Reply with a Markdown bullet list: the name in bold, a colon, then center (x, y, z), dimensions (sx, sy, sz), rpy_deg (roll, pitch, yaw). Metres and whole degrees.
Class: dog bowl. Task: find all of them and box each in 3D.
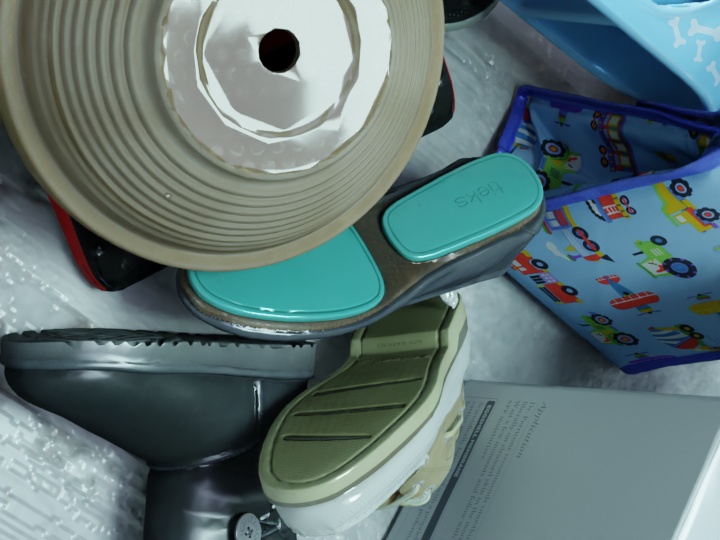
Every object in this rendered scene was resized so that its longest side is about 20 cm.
- **dog bowl**: center (0.107, -0.138, 0.920), dimensions (0.199, 0.111, 0.050), rpy_deg (35, 83, -28)

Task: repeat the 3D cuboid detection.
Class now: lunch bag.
- **lunch bag**: center (0.171, -0.019, 0.986), dimensions (0.150, 0.199, 0.095), rpy_deg (38, 70, -29)

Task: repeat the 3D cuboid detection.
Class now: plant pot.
- **plant pot**: center (-0.047, -0.094, 0.808), dimensions (0.199, 0.093, 0.203), rpy_deg (-4, 101, -22)

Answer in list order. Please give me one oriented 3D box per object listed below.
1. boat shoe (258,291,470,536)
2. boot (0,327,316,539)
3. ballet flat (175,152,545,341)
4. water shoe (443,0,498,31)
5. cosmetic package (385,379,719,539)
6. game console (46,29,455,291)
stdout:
- **boat shoe**: center (0.013, 0.076, 0.911), dimensions (0.200, 0.074, 0.069), rpy_deg (-48, 130, -59)
- **boot**: center (-0.092, 0.130, 0.886), dimensions (0.164, 0.065, 0.202), rpy_deg (4, 91, -37)
- **ballet flat**: center (0.000, 0.000, 0.928), dimensions (0.199, 0.073, 0.074), rpy_deg (-19, 101, -28)
- **water shoe**: center (0.007, -0.178, 0.943), dimensions (0.199, 0.079, 0.072), rpy_deg (31, 73, -31)
- **cosmetic package**: center (0.152, 0.157, 0.975), dimensions (0.199, 0.199, 0.124), rpy_deg (39, 69, -29)
- **game console**: center (-0.063, -0.106, 0.883), dimensions (0.199, 0.031, 0.178), rpy_deg (-27, 121, -14)
